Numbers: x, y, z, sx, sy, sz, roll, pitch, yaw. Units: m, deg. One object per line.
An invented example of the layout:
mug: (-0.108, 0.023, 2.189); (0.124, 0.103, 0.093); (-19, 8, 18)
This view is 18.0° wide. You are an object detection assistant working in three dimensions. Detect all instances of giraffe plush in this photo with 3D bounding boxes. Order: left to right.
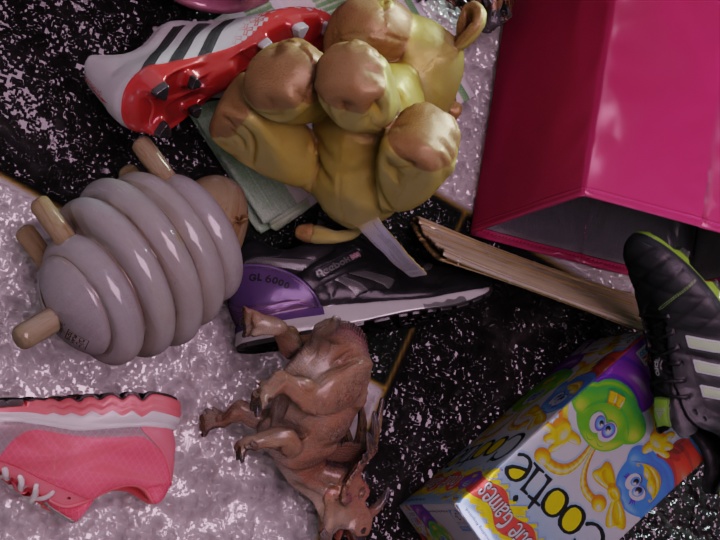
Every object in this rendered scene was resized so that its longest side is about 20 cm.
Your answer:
giraffe plush: (0.016, -0.121, 1.565); (0.200, 0.172, 0.163); (56, 47, -40)

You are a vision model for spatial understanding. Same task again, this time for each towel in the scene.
towel: (-0.030, -0.139, 1.660); (0.199, 0.023, 0.153); (-33, 95, -20)

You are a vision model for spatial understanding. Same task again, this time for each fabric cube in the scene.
fabric cube: (0.218, -0.112, 1.663); (0.199, 0.196, 0.201); (14, 77, -19)

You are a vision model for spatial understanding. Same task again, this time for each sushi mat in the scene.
sushi mat: (0.133, 0.006, 1.671); (0.199, 0.096, 0.012); (20, 104, -19)

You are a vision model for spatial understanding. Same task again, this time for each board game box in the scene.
board game box: (0.146, 0.147, 1.652); (0.200, 0.105, 0.103); (-40, 99, -21)

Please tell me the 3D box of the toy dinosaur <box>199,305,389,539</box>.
toy dinosaur: (-0.025, 0.091, 1.573); (0.135, 0.086, 0.201); (4, 127, -24)

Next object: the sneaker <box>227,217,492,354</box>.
sneaker: (0.000, 0.000, 1.630); (0.199, 0.076, 0.088); (-8, 81, -22)

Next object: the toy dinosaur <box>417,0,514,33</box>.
toy dinosaur: (0.039, -0.259, 1.667); (0.200, 0.102, 0.136); (40, 28, 3)

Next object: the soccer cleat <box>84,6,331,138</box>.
soccer cleat: (-0.101, -0.150, 1.590); (0.199, 0.085, 0.069); (-25, 135, -36)

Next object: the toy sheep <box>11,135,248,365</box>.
toy sheep: (-0.156, -0.004, 1.538); (0.200, 0.138, 0.138); (-34, 97, -25)

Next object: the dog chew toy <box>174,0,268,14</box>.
dog chew toy: (-0.091, -0.286, 1.604); (0.124, 0.124, 0.201); (16, 70, -19)

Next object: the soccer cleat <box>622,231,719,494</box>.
soccer cleat: (0.231, 0.067, 1.599); (0.081, 0.067, 0.201); (-36, 105, -19)

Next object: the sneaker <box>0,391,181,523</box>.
sneaker: (-0.213, 0.127, 1.529); (0.199, 0.074, 0.087); (-1, 86, -22)
